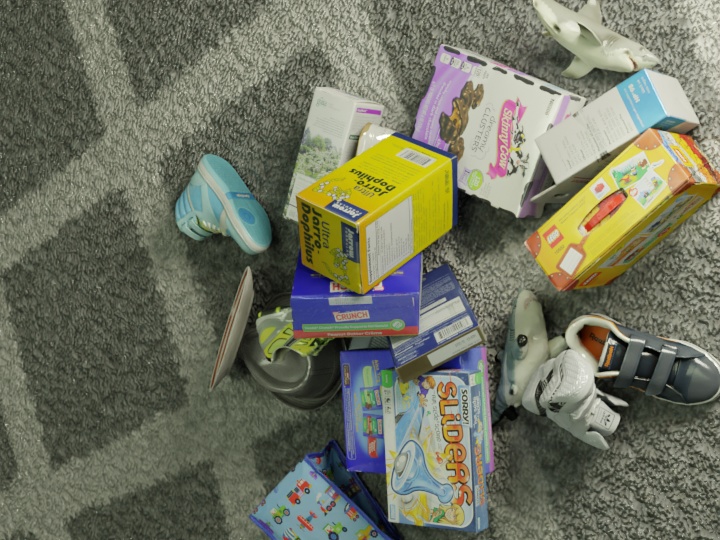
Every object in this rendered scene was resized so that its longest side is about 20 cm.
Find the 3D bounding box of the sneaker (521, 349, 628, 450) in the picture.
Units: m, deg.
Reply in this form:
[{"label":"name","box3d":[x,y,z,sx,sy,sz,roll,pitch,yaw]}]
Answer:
[{"label":"sneaker","box3d":[0.271,0.157,1.279,0.114,0.200,0.076,28,78,0]}]

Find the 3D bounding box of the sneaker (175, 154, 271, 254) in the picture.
[{"label":"sneaker","box3d":[-0.224,-0.073,1.694,0.131,0.079,0.201,-48,56,25]}]

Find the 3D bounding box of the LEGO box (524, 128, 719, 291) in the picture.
[{"label":"LEGO box","box3d":[0.315,-0.068,1.258,0.200,0.148,0.077,-45,68,28]}]

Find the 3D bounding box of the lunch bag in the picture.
[{"label":"lunch bag","box3d":[-0.042,0.385,1.583,0.200,0.094,0.151,48,115,14]}]

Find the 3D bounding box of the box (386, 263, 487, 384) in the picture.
[{"label":"box","box3d":[0.089,0.066,1.414,0.120,0.200,0.033,-28,115,5]}]

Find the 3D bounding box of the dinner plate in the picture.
[{"label":"dinner plate","box3d":[-0.195,0.092,1.639,0.024,0.200,0.202,18,107,-7]}]

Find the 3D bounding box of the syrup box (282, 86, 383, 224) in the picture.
[{"label":"syrup box","box3d":[-0.040,-0.159,1.553,0.078,0.081,0.202,24,105,31]}]

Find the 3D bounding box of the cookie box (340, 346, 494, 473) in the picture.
[{"label":"cookie box","box3d":[0.075,0.190,1.446,0.198,0.075,0.173,-3,90,36]}]

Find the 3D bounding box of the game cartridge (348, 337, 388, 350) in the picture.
[{"label":"game cartridge","box3d":[0.078,0.115,1.508,0.199,0.040,0.135,30,112,31]}]

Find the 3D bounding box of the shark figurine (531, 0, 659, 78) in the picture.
[{"label":"shark figurine","box3d":[0.265,-0.323,1.315,0.090,0.214,0.128,-58,18,-20]}]

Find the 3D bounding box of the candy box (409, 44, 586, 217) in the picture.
[{"label":"candy box","box3d":[0.172,-0.184,1.403,0.199,0.071,0.169,29,109,32]}]

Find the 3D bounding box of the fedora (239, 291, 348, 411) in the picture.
[{"label":"fedora","box3d":[-0.115,0.126,1.613,0.199,0.090,0.178,28,108,32]}]

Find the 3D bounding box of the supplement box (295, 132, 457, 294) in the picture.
[{"label":"supplement box","box3d":[0.025,-0.078,1.370,0.109,0.199,0.110,26,135,34]}]

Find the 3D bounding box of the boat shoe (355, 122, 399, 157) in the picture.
[{"label":"boat shoe","box3d":[0.019,-0.106,1.520,0.069,0.071,0.202,14,114,8]}]

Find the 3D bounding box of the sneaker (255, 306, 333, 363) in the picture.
[{"label":"sneaker","box3d":[-0.057,0.081,1.504,0.198,0.075,0.077,-15,78,32]}]

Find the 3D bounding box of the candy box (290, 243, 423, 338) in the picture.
[{"label":"candy box","box3d":[0.000,0.000,1.426,0.167,0.201,0.078,-1,126,6]}]

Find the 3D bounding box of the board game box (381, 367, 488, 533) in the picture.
[{"label":"board game box","box3d":[0.095,0.228,1.367,0.134,0.034,0.202,-3,92,35]}]

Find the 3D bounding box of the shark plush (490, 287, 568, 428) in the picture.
[{"label":"shark plush","box3d":[0.211,0.128,1.417,0.083,0.090,0.202,47,140,46]}]

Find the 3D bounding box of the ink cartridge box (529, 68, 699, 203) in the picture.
[{"label":"ink cartridge box","box3d":[0.294,-0.158,1.289,0.199,0.115,0.067,-32,74,32]}]

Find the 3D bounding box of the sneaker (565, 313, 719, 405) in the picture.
[{"label":"sneaker","box3d":[0.339,0.111,1.293,0.199,0.079,0.079,21,103,32]}]
